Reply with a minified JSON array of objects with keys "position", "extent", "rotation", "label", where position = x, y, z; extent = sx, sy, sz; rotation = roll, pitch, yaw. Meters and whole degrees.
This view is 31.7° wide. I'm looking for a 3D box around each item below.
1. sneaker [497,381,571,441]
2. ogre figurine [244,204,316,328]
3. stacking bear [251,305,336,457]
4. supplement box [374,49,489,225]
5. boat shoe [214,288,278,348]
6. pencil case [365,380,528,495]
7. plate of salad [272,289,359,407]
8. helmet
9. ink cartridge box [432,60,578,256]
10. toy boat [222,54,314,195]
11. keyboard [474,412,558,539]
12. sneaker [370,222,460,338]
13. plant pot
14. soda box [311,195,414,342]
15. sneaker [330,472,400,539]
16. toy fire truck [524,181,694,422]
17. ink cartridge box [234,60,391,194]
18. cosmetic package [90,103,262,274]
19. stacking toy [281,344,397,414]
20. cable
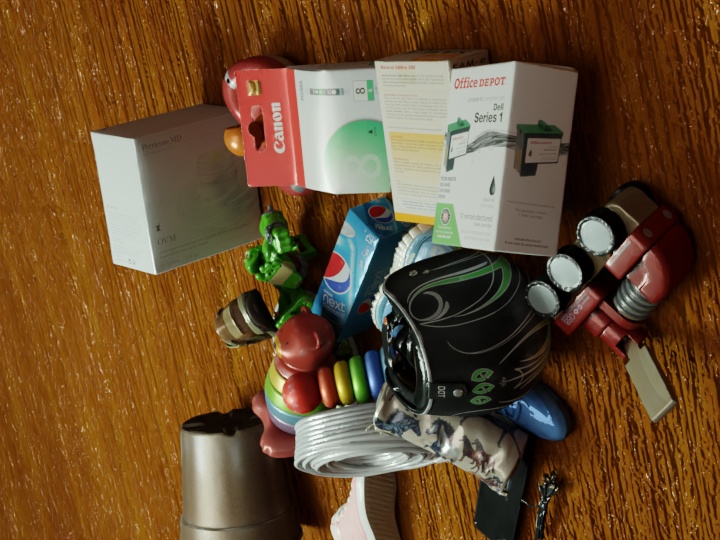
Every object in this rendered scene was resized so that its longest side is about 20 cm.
[{"position":[0.167,0.153,1.563],"extent":[0.200,0.078,0.066],"rotation":[38,130,31],"label":"sneaker"},{"position":[-0.106,-0.001,1.771],"extent":[0.200,0.098,0.120],"rotation":[57,-171,-39],"label":"ogre figurine"},{"position":[-0.081,0.143,1.739],"extent":[0.122,0.113,0.200],"rotation":[-109,21,-46],"label":"stacking bear"},{"position":[0.095,-0.158,1.506],"extent":[0.126,0.073,0.201],"rotation":[11,115,47],"label":"supplement box"},{"position":[-0.164,0.070,1.771],"extent":[0.076,0.074,0.200],"rotation":[62,180,8],"label":"boat shoe"},{"position":[0.110,0.199,1.558],"extent":[0.200,0.078,0.090],"rotation":[28,108,4],"label":"pencil case"},{"position":[-0.072,0.126,1.853],"extent":[0.200,0.048,0.201],"rotation":[23,122,42],"label":"plate of salad"},{"position":[0.127,0.070,1.472],"extent":[0.200,0.190,0.201],"rotation":[164,90,-70],"label":"helmet"},{"position":[0.154,-0.121,1.374],"extent":[0.146,0.084,0.201],"rotation":[-170,85,-65],"label":"ink cartridge box"},{"position":[-0.127,-0.191,1.707],"extent":[0.200,0.130,0.131],"rotation":[59,140,12],"label":"toy boat"},{"position":[0.202,0.284,1.627],"extent":[0.127,0.021,0.201],"rotation":[37,133,41],"label":"keyboard"},{"position":[0.077,0.027,1.612],"extent":[0.090,0.078,0.200],"rotation":[37,140,17],"label":"sneaker"},{"position":[-0.197,0.330,1.992],"extent":[0.200,0.200,0.199],"rotation":[5,103,48],"label":"plant pot"},{"position":[0.000,0.000,1.694],"extent":[0.064,0.068,0.200],"rotation":[46,136,26],"label":"soda box"},{"position":[-0.002,0.342,1.846],"extent":[0.104,0.075,0.201],"rotation":[12,120,40],"label":"sneaker"},{"position":[0.290,0.038,1.344],"extent":[0.200,0.129,0.176],"rotation":[44,136,11],"label":"toy fire truck"},{"position":[-0.059,-0.179,1.614],"extent":[0.199,0.050,0.162],"rotation":[-2,110,8],"label":"ink cartridge box"},{"position":[-0.262,-0.123,1.840],"extent":[0.123,0.199,0.201],"rotation":[11,115,47],"label":"cosmetic package"},{"position":[-0.005,0.142,1.658],"extent":[0.085,0.199,0.086],"rotation":[-11,-90,-88],"label":"stacking toy"},{"position":[0.010,0.223,1.681],"extent":[0.200,0.200,0.070],"rotation":[-20,66,34],"label":"cable"}]
